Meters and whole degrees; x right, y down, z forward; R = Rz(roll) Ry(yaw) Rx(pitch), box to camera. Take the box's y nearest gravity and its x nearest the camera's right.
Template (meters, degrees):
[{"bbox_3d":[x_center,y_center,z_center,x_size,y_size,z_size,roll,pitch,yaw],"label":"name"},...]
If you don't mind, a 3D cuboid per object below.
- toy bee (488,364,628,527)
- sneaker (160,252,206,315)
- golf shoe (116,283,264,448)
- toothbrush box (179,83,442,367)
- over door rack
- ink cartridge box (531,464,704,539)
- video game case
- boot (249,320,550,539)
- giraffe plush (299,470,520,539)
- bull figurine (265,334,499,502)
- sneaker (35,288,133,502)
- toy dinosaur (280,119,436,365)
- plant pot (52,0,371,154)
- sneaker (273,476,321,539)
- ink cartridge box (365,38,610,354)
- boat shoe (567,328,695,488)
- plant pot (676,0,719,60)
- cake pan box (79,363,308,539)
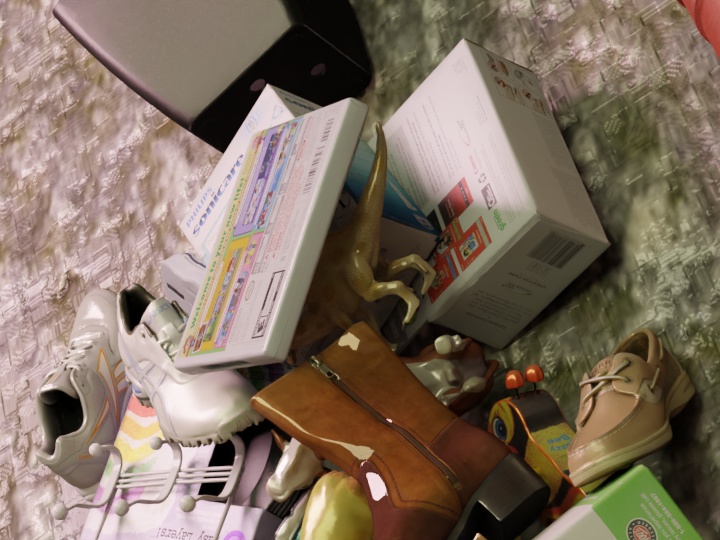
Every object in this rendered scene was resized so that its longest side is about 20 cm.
[{"bbox_3d":[0.123,0.130,1.624,0.200,0.109,0.131,20,33,30],"label":"toy bee"},{"bbox_3d":[-0.107,0.021,1.886,0.071,0.073,0.200,-17,24,-16],"label":"sneaker"},{"bbox_3d":[-0.146,0.073,1.796,0.078,0.097,0.200,-30,29,-20],"label":"golf shoe"},{"bbox_3d":[-0.043,-0.032,1.799,0.146,0.085,0.200,-56,37,17],"label":"toothbrush box"},{"bbox_3d":[-0.176,0.221,1.785,0.148,0.067,0.200,-8,60,36],"label":"over door rack"},{"bbox_3d":[0.144,0.244,1.479,0.200,0.084,0.146,-37,88,-9],"label":"ink cartridge box"},{"bbox_3d":[-0.068,-0.022,1.689,0.182,0.022,0.200,-12,57,64],"label":"video game case"},{"bbox_3d":[-0.003,0.137,1.538,0.188,0.068,0.200,-39,61,-21],"label":"boot"},{"bbox_3d":[0.042,0.229,1.591,0.162,0.200,0.173,1,103,31],"label":"giraffe plush"},{"bbox_3d":[0.009,0.106,1.682,0.200,0.121,0.065,-29,82,3],"label":"bull figurine"},{"bbox_3d":[-0.236,0.094,1.962,0.076,0.092,0.200,-22,52,27],"label":"sneaker"},{"bbox_3d":[0.000,0.000,1.664,0.101,0.058,0.200,28,106,3],"label":"toy dinosaur"},{"bbox_3d":[-0.109,-0.200,1.984,0.200,0.200,0.177,-42,58,10],"label":"plant pot"},{"bbox_3d":[-0.033,0.253,1.729,0.080,0.078,0.200,9,71,19],"label":"sneaker"},{"bbox_3d":[0.082,-0.047,1.787,0.176,0.084,0.200,-45,43,28],"label":"ink cartridge box"},{"bbox_3d":[0.176,0.093,1.565,0.071,0.200,0.065,-27,94,22],"label":"boat shoe"},{"bbox_3d":[0.337,-0.166,1.603,0.201,0.201,0.195,-29,58,22],"label":"plant pot"},{"bbox_3d":[-0.119,0.157,1.859,0.200,0.052,0.184,5,70,40],"label":"cake pan box"}]
